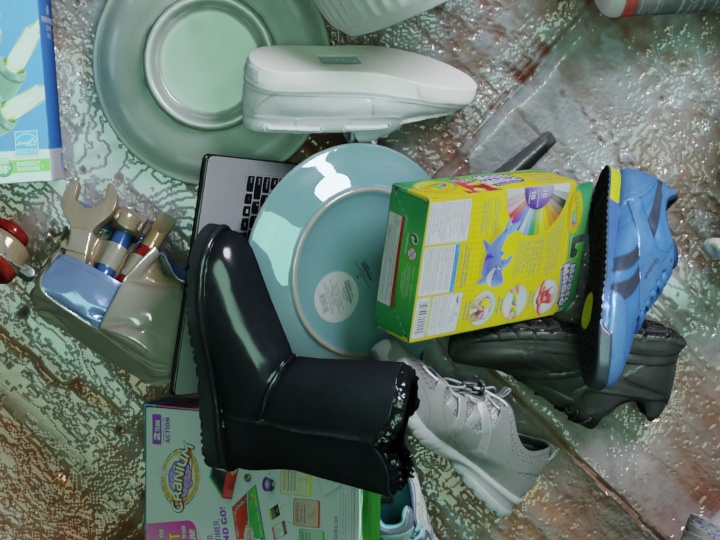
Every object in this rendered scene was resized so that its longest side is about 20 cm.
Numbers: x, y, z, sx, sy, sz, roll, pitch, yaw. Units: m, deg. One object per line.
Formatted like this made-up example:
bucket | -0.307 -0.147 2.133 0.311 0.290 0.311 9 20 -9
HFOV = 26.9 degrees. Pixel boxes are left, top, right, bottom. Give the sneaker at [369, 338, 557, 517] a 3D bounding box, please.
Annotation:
sneaker | 0.083 0.113 1.230 0.082 0.075 0.200 -42 121 4

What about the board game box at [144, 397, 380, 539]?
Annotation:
board game box | -0.081 0.187 1.218 0.197 0.040 0.155 3 95 23

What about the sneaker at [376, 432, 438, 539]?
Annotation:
sneaker | 0.025 0.218 1.244 0.077 0.086 0.202 -18 96 0

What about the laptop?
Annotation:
laptop | -0.038 0.013 1.210 0.115 0.199 0.190 12 96 31

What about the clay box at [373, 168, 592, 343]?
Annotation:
clay box | 0.102 -0.016 1.194 0.198 0.047 0.116 -8 113 -43

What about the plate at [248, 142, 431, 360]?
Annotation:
plate | 0.000 0.000 1.210 0.198 0.025 0.203 -6 102 -29

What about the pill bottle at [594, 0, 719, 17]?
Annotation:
pill bottle | 0.286 -0.265 1.191 0.197 0.116 0.118 -4 96 -2

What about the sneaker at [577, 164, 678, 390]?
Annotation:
sneaker | 0.220 0.006 1.202 0.077 0.066 0.202 15 59 -5

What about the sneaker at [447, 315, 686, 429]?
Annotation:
sneaker | 0.169 0.084 1.246 0.197 0.076 0.092 5 102 -1

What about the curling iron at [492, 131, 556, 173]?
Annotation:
curling iron | 0.092 -0.043 1.227 0.200 0.025 0.050 -49 131 -17

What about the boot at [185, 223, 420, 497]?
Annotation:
boot | -0.039 0.066 1.117 0.166 0.076 0.203 3 108 19

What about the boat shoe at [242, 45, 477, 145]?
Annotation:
boat shoe | -0.001 -0.135 1.204 0.198 0.072 0.069 -4 125 -29

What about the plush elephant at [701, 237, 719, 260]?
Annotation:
plush elephant | 0.356 -0.067 1.209 0.154 0.164 0.202 -32 59 36

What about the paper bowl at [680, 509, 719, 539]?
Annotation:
paper bowl | 0.354 0.243 1.203 0.198 0.201 0.106 22 88 -4

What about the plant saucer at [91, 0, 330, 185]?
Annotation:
plant saucer | -0.121 -0.169 1.218 0.197 0.050 0.203 0 95 -3

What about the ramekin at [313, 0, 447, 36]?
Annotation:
ramekin | 0.038 -0.261 1.146 0.198 0.200 0.106 -26 106 1

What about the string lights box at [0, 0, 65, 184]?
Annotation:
string lights box | -0.298 -0.170 1.205 0.101 0.059 0.203 -4 96 -1

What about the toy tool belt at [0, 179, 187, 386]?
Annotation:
toy tool belt | -0.204 -0.007 1.210 0.199 0.125 0.124 33 66 -6
